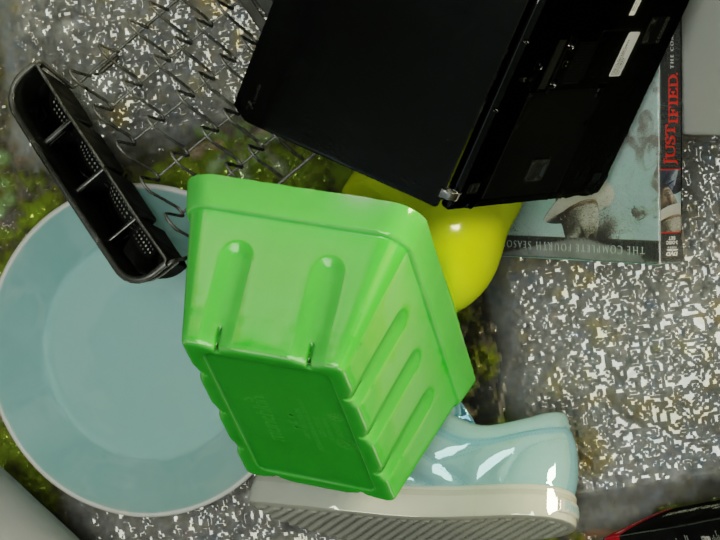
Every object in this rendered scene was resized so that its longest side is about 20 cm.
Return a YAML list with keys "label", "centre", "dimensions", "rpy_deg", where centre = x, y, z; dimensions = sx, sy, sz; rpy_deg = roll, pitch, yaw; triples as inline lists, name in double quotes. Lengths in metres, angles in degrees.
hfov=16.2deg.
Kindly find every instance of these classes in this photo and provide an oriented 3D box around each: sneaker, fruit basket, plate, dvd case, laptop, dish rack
- label: "sneaker"
  centre: [0.034, 0.113, 1.475]
  dimensions: [0.199, 0.074, 0.082]
  rpy_deg: [0, 67, 17]
- label: "fruit basket"
  centre: [0.000, 0.000, 1.392]
  dimensions: [0.155, 0.215, 0.217]
  rpy_deg: [9, 96, 17]
- label: "plate"
  centre: [-0.129, 0.048, 1.524]
  dimensions: [0.199, 0.026, 0.202]
  rpy_deg: [1, 93, 14]
- label: "dvd case"
  centre: [0.123, -0.106, 1.412]
  dimensions: [0.146, 0.022, 0.201]
  rpy_deg: [5, 97, 52]
- label: "laptop"
  centre: [0.064, -0.132, 1.300]
  dimensions: [0.103, 0.199, 0.178]
  rpy_deg: [43, 123, 33]
- label: "dish rack"
  centre: [-0.089, -0.103, 1.474]
  dimensions: [0.200, 0.055, 0.154]
  rpy_deg: [-38, 73, 10]

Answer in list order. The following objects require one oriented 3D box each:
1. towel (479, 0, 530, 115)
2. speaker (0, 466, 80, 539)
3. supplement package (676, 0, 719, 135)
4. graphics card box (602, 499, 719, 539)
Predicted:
- label: "towel"
  centre: [0.063, -0.195, 1.388]
  dimensions: [0.166, 0.085, 0.200]
  rpy_deg: [-47, 38, 11]
- label: "speaker"
  centre: [-0.174, 0.210, 1.517]
  dimensions: [0.200, 0.081, 0.081]
  rpy_deg: [41, 102, 9]
- label: "supplement package"
  centre: [0.257, -0.127, 1.314]
  dimensions: [0.116, 0.200, 0.118]
  rpy_deg: [-3, 94, -23]
- label: "graphics card box"
  centre: [0.214, 0.185, 1.367]
  dimensions: [0.051, 0.200, 0.126]
  rpy_deg: [-20, 87, -23]
